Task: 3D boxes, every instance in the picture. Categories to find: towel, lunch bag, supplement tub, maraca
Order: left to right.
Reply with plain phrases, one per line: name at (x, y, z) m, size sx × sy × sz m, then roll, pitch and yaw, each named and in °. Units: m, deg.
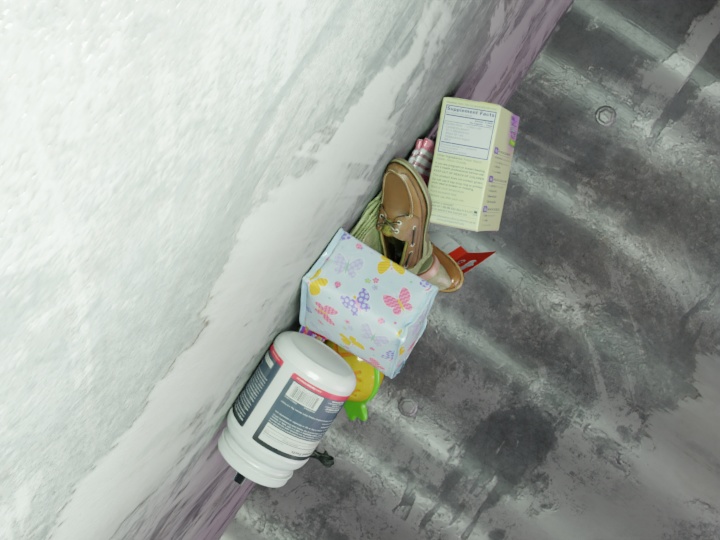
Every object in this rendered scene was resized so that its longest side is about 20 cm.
supplement tub at (-0.111, 0.205, 1.403) m, size 0.201 × 0.140 × 0.140 m, roll -57°, pitch 176°, yaw 11°
maraca at (-0.017, 0.180, 1.672) m, size 0.107 × 0.137 × 0.201 m, roll -20°, pitch 136°, yaw -34°
lunch bag at (0.007, 0.057, 1.345) m, size 0.127 × 0.169 × 0.200 m, roll -54°, pitch 167°, yaw -27°
towel at (0.047, -0.041, 1.494) m, size 0.149 × 0.036 × 0.200 m, roll -51°, pitch 143°, yaw -16°
towel at (0.088, -0.120, 1.567) m, size 0.201 × 0.030 × 0.146 m, roll -66°, pitch 162°, yaw 8°

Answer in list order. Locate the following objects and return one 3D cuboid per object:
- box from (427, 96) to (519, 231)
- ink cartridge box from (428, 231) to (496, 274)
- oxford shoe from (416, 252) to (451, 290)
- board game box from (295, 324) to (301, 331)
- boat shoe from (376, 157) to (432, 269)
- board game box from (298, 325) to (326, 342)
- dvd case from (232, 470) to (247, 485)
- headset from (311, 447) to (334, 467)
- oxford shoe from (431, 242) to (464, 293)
box at (0.184, -0.171, 1.550) m, size 0.176 × 0.096 × 0.202 m, roll -10°, pitch 112°, yaw -70°
ink cartridge box at (0.132, -0.030, 1.776) m, size 0.160 × 0.199 × 0.048 m, roll -29°, pitch 114°, yaw -48°
oxford shoe at (0.068, 0.024, 1.646) m, size 0.199 × 0.074 × 0.071 m, roll -7°, pitch -132°, yaw 43°
board game box at (-0.135, 0.184, 1.601) m, size 0.201 × 0.047 × 0.102 m, roll -55°, pitch 175°, yaw -20°
boat shoe at (0.061, -0.073, 1.397) m, size 0.068 × 0.072 × 0.201 m, roll -42°, pitch 140°, yaw -26°
board game box at (-0.033, 0.054, 1.504) m, size 0.201 × 0.039 × 0.158 m, roll -66°, pitch 164°, yaw 5°
dvd case at (-0.139, 0.256, 1.604) m, size 0.201 × 0.025 × 0.150 m, roll -57°, pitch 177°, yaw 22°
headset at (-0.076, 0.268, 1.610) m, size 0.124 × 0.094 × 0.201 m, roll -53°, pitch 164°, yaw -38°
oxford shoe at (0.100, -0.032, 1.671) m, size 0.071 × 0.200 × 0.071 m, roll -49°, pitch 155°, yaw -5°
